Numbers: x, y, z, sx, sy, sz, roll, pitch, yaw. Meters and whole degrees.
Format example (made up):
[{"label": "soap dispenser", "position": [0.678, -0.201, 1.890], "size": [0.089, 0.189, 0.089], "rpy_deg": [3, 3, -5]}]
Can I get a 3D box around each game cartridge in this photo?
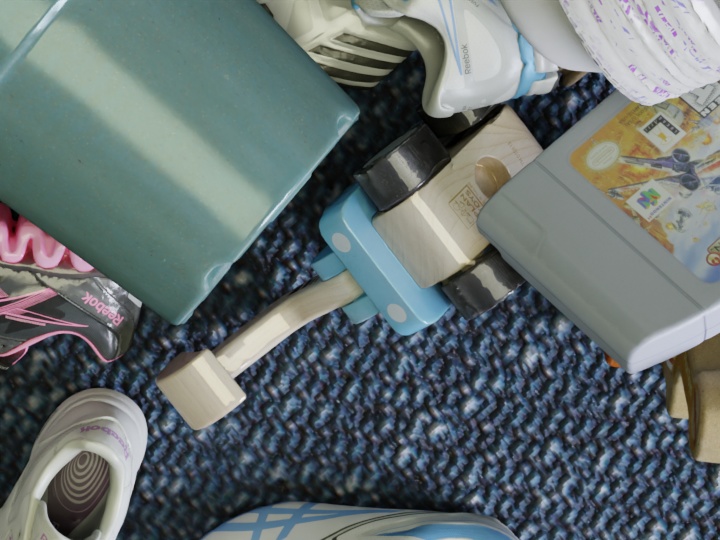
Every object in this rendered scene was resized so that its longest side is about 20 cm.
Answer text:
[{"label": "game cartridge", "position": [0.175, -0.045, 1.349], "size": [0.200, 0.042, 0.133], "rpy_deg": [-40, 61, -15]}]

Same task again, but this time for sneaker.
[{"label": "sneaker", "position": [-0.182, 0.160, 1.450], "size": [0.075, 0.100, 0.200], "rpy_deg": [24, 99, -8]}, {"label": "sneaker", "position": [0.028, -0.171, 1.355], "size": [0.086, 0.075, 0.201], "rpy_deg": [-23, 89, -12]}, {"label": "sneaker", "position": [-0.051, -0.171, 1.413], "size": [0.200, 0.076, 0.115], "rpy_deg": [39, 94, -10]}, {"label": "sneaker", "position": [-0.211, 0.009, 1.444], "size": [0.199, 0.079, 0.096], "rpy_deg": [5, 110, -1]}, {"label": "sneaker", "position": [-0.004, 0.168, 1.471], "size": [0.199, 0.072, 0.072], "rpy_deg": [-2, 101, 0]}]

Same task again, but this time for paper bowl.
[{"label": "paper bowl", "position": [0.121, -0.179, 1.302], "size": [0.104, 0.201, 0.201], "rpy_deg": [-21, 100, 24]}]

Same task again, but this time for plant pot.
[{"label": "plant pot", "position": [-0.119, -0.089, 1.354], "size": [0.196, 0.200, 0.200], "rpy_deg": [40, 96, -3]}]

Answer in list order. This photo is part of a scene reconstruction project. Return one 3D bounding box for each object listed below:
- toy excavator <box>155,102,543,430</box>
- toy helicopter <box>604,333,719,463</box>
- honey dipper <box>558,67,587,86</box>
[{"label": "toy excavator", "position": [0.000, 0.000, 1.435], "size": [0.100, 0.200, 0.194], "rpy_deg": [51, 50, -8]}, {"label": "toy helicopter", "position": [0.180, 0.028, 1.388], "size": [0.079, 0.200, 0.133], "rpy_deg": [5, 119, -2]}, {"label": "honey dipper", "position": [0.060, -0.186, 1.438], "size": [0.038, 0.038, 0.200], "rpy_deg": [-41, 94, 5]}]
